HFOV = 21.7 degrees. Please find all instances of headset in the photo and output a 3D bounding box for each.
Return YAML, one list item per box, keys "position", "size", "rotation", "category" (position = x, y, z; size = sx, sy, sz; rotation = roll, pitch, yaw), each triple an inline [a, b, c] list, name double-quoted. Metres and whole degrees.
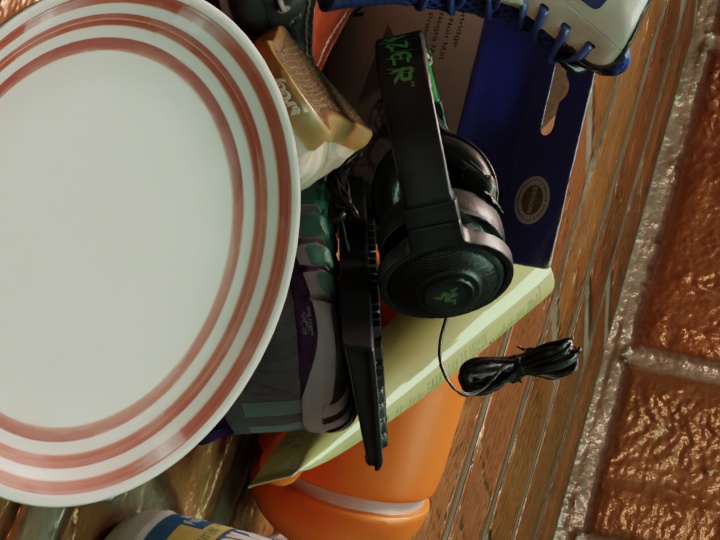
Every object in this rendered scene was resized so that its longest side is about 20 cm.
- position: [0.053, -0.024, 0.932]
  size: [0.124, 0.094, 0.200]
  rotation: [-93, 171, -60]
  category: "headset"

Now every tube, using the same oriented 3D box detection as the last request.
- position: [0.022, 0.051, 1.022]
  size: [0.200, 0.052, 0.058]
  rotation: [-41, 144, -21]
  category: "tube"

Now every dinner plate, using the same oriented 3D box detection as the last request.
- position: [-0.099, -0.010, 0.705]
  size: [0.200, 0.024, 0.200]
  rotation: [-20, 118, -43]
  category: "dinner plate"

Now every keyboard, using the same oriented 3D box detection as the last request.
- position: [0.000, 0.000, 0.947]
  size: [0.200, 0.021, 0.127]
  rotation: [-95, 174, -64]
  category: "keyboard"

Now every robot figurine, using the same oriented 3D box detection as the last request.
- position: [-0.001, 0.086, 1.124]
  size: [0.144, 0.116, 0.200]
  rotation: [-110, -144, -74]
  category: "robot figurine"

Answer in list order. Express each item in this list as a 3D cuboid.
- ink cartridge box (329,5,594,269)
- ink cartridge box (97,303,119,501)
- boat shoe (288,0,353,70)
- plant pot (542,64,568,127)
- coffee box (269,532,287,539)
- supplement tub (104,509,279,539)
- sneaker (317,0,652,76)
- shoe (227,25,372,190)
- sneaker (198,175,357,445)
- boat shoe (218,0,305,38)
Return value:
- position: [0.050, -0.107, 1.051]
  size: [0.041, 0.200, 0.200]
  rotation: [15, 87, -35]
  category: "ink cartridge box"
- position: [-0.090, -0.027, 0.801]
  size: [0.160, 0.047, 0.200]
  rotation: [-54, 155, -60]
  category: "ink cartridge box"
- position: [0.001, -0.188, 1.005]
  size: [0.071, 0.062, 0.200]
  rotation: [79, 28, -64]
  category: "boat shoe"
- position: [0.118, -0.203, 1.286]
  size: [0.200, 0.187, 0.187]
  rotation: [-66, 168, 9]
  category: "plant pot"
- position: [-0.046, 0.234, 1.161]
  size: [0.200, 0.080, 0.113]
  rotation: [-9, 110, -76]
  category: "coffee box"
- position: [-0.036, 0.207, 0.913]
  size: [0.145, 0.200, 0.145]
  rotation: [12, 90, -77]
  category: "supplement tub"
- position: [0.082, -0.143, 0.930]
  size: [0.081, 0.199, 0.115]
  rotation: [-164, -123, -81]
  category: "sneaker"
- position: [-0.039, -0.071, 0.855]
  size: [0.053, 0.070, 0.200]
  rotation: [-39, 179, 7]
  category: "shoe"
- position: [-0.055, -0.007, 0.952]
  size: [0.074, 0.087, 0.200]
  rotation: [75, 6, -55]
  category: "sneaker"
- position: [-0.039, -0.152, 0.854]
  size: [0.200, 0.057, 0.067]
  rotation: [51, 39, -75]
  category: "boat shoe"
